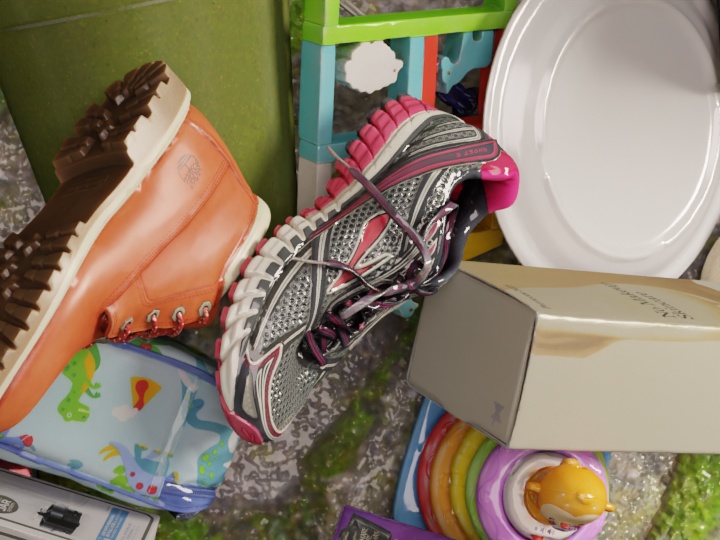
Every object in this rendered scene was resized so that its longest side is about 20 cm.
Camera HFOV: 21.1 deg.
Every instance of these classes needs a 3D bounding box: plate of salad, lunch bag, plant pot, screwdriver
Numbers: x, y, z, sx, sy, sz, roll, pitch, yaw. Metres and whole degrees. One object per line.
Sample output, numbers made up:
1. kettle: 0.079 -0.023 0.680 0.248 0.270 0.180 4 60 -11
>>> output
1. plate of salad: 0.136 -0.079 1.071 0.199 0.048 0.202 -5 97 -38
2. lunch bag: -0.162 0.053 0.983 0.199 0.161 0.083 22 90 -24
3. plant pot: -0.107 -0.094 1.012 0.198 0.200 0.192 -13 101 -8
4. screwdriver: 0.031 -0.111 1.050 0.200 0.029 0.028 34 86 -35

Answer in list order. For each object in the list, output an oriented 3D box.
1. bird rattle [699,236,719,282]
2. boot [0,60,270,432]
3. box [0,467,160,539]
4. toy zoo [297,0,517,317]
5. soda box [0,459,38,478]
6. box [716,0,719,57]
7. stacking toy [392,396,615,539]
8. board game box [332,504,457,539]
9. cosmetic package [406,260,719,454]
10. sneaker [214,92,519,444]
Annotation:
1. bird rattle: 0.272 0.010 1.091 0.162 0.113 0.202 -6 84 8
2. boot: -0.113 0.011 0.885 0.107 0.075 0.201 50 58 -29
3. box: -0.209 0.151 0.943 0.198 0.060 0.117 15 108 0
4. toy zoo: 0.025 -0.073 1.022 0.130 0.020 0.202 -11 112 -35
5. soda box: -0.203 0.195 1.025 0.063 0.070 0.202 0 86 -7
6. box: 0.324 -0.168 1.030 0.197 0.200 0.124 -3 86 -25
7. stacking toy: 0.092 0.114 1.004 0.115 0.200 0.111 17 86 -7
8. board game box: 0.019 0.229 0.954 0.119 0.032 0.201 14 81 16
9. cosmetic package: 0.136 0.046 1.000 0.199 0.105 0.072 4 104 -33
10. sneaker: 0.000 0.000 0.938 0.074 0.081 0.201 26 69 25
